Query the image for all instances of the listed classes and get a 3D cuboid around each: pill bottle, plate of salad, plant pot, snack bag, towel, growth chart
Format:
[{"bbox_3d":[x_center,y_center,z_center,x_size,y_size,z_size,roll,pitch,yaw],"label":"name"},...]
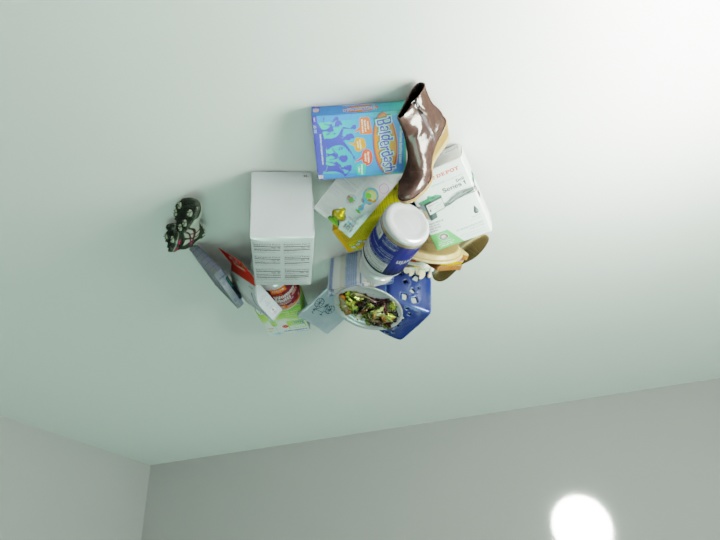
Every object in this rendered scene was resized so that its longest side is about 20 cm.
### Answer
[{"bbox_3d":[0.071,-0.057,1.247,0.114,0.117,0.201,7,146,-20],"label":"pill bottle"},{"bbox_3d":[0.019,0.114,1.473,0.197,0.048,0.202,9,139,8],"label":"plate of salad"},{"bbox_3d":[-0.246,0.025,1.545,0.108,0.111,0.201,-8,149,4],"label":"pill bottle"},{"bbox_3d":[0.089,0.066,1.586,0.177,0.202,0.200,16,143,-19],"label":"plant pot"},{"bbox_3d":[-0.087,0.112,1.716,0.200,0.021,0.188,-43,141,6],"label":"snack bag"},{"bbox_3d":[0.000,0.000,1.506,0.197,0.148,0.024,-13,134,12],"label":"towel"},{"bbox_3d":[0.148,-0.058,1.477,0.198,0.018,0.147,18,97,-36],"label":"growth chart"}]

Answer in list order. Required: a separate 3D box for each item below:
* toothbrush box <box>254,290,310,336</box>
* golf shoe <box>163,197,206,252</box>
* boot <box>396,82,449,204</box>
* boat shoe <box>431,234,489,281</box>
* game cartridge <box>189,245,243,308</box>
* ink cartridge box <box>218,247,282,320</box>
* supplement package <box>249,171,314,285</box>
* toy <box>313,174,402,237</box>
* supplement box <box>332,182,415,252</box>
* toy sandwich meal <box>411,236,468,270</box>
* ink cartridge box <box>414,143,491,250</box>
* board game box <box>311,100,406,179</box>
[{"bbox_3d":[-0.251,0.128,1.732,0.143,0.087,0.201,-7,150,2],"label":"toothbrush box"},{"bbox_3d":[-0.430,-0.120,1.342,0.087,0.078,0.200,-6,157,-40],"label":"golf shoe"},{"bbox_3d":[0.106,-0.259,1.095,0.072,0.202,0.166,22,167,38],"label":"boot"},{"bbox_3d":[0.279,-0.053,1.538,0.199,0.067,0.074,-39,136,20],"label":"boat shoe"},{"bbox_3d":[-0.403,0.019,1.507,0.038,0.129,0.201,-46,153,-18],"label":"game cartridge"},{"bbox_3d":[-0.322,0.039,1.481,0.162,0.057,0.200,24,159,48],"label":"ink cartridge box"},{"bbox_3d":[-0.189,-0.098,1.278,0.144,0.194,0.201,-1,148,-8],"label":"supplement package"},{"bbox_3d":[-0.005,-0.190,1.235,0.115,0.047,0.201,37,101,-15],"label":"toy"},{"bbox_3d":[0.036,-0.140,1.323,0.197,0.110,0.110,-15,147,16],"label":"supplement box"},{"bbox_3d":[0.176,-0.043,1.380,0.202,0.206,0.071,2,117,-11],"label":"toy sandwich meal"},{"bbox_3d":[0.206,-0.170,1.245,0.144,0.085,0.201,-20,117,21],"label":"ink cartridge box"},{"bbox_3d":[0.000,-0.275,1.131,0.196,0.045,0.154,-5,132,-1],"label":"board game box"}]
